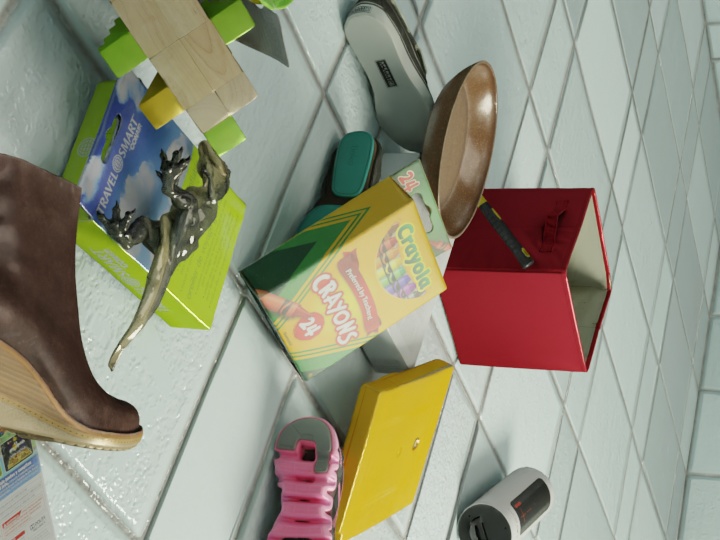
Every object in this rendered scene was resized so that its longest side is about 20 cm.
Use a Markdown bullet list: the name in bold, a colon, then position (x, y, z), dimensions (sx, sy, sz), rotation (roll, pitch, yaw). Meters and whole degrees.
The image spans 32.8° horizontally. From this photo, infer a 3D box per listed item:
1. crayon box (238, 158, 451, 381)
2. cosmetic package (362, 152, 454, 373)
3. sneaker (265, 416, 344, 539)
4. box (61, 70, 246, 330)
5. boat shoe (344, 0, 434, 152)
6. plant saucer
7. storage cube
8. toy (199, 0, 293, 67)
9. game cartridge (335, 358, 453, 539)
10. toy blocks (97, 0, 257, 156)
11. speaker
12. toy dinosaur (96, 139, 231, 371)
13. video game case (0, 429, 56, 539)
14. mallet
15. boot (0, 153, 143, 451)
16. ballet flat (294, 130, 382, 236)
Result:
- **crayon box**: position (0.000, 0.000, 1.145), dimensions (0.199, 0.051, 0.128), rotation (-34, 134, -8)
- **cosmetic package**: position (0.042, -0.008, 1.374), dimensions (0.151, 0.051, 0.201), rotation (66, 36, -47)
- **sneaker**: position (-0.050, 0.249, 1.183), dimensions (0.095, 0.078, 0.202), rotation (58, 41, -67)
- **box**: position (-0.162, -0.052, 0.939), dimensions (0.200, 0.047, 0.123), rotation (52, 45, -53)
- **boat shoe**: position (0.045, -0.220, 1.346), dimensions (0.064, 0.070, 0.201), rotation (-66, 145, -37)
- **plant saucer**: position (0.108, -0.138, 1.379), dimensions (0.200, 0.036, 0.203), rotation (14, 90, -70)
- **storage cube**: position (0.216, 0.008, 1.600), dimensions (0.172, 0.178, 0.201), rotation (-62, 143, -43)
- **toy**: position (-0.099, -0.231, 0.904), dimensions (0.047, 0.200, 0.116), rotation (-26, 123, -18)
- **game cartridge**: position (0.029, 0.193, 1.330), dimensions (0.199, 0.032, 0.178), rotation (-6, 115, -62)
- **toy blocks**: position (-0.149, -0.197, 0.879), dimensions (0.137, 0.099, 0.201), rotation (57, -1, 46)
- **speaker**: position (0.205, 0.339, 1.713), dimensions (0.200, 0.080, 0.082), rotation (-13, 103, -64)
- **toy dinosaur**: position (-0.142, -0.032, 0.882), dimensions (0.089, 0.047, 0.201), rotation (69, 39, -50)
- **video game case**: position (-0.257, 0.144, 0.784), dimensions (0.143, 0.018, 0.202), rotation (-36, 124, -59)
- **mallet**: position (0.139, -0.085, 1.476), dimensions (0.066, 0.041, 0.201), rotation (-10, 62, -57)
- **boot**: position (-0.197, 0.026, 0.798), dimensions (0.200, 0.072, 0.168), rotation (29, 68, -57)
- **ballet flat**: position (-0.015, -0.053, 1.237), dimensions (0.069, 0.067, 0.201), rotation (77, 28, -47)
